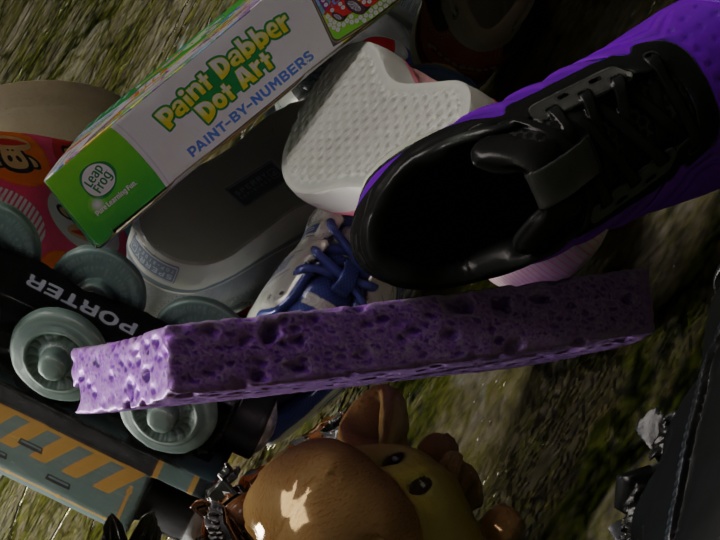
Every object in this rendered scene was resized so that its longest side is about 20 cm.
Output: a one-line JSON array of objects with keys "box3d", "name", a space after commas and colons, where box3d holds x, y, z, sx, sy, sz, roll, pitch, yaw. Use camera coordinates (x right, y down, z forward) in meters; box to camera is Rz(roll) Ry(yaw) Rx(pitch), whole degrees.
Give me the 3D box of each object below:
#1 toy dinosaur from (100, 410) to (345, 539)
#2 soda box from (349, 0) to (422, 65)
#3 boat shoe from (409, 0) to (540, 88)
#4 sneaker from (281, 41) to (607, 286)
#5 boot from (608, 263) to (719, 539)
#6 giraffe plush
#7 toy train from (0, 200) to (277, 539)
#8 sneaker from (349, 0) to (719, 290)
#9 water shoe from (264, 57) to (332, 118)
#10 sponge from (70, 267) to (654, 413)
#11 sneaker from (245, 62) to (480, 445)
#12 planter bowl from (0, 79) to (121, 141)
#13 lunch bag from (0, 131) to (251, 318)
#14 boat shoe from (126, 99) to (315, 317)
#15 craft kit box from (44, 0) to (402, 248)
[{"box3d": [-0.061, 0.151, 1.178, 0.136, 0.102, 0.201, -27, -43, -79], "name": "toy dinosaur"}, {"box3d": [0.052, -0.193, 1.451, 0.068, 0.063, 0.201, -31, 32, 57], "name": "soda box"}, {"box3d": [0.072, -0.185, 1.360, 0.063, 0.071, 0.201, 122, 166, -63], "name": "boat shoe"}, {"box3d": [0.040, -0.038, 1.139, 0.076, 0.104, 0.200, -61, 23, -2], "name": "sneaker"}, {"box3d": [0.141, 0.036, 0.793, 0.198, 0.073, 0.163, -45, 18, 57], "name": "boot"}, {"box3d": [-0.019, 0.130, 0.994, 0.162, 0.173, 0.200, -45, -10, 9], "name": "giraffe plush"}, {"box3d": [-0.138, 0.049, 1.212, 0.085, 0.199, 0.114, -68, 3, -57], "name": "toy train"}, {"box3d": [0.084, -0.042, 0.969, 0.199, 0.070, 0.100, -27, 3, 14], "name": "sneaker"}, {"box3d": [-0.032, -0.083, 1.484, 0.200, 0.071, 0.079, -86, 15, -74], "name": "water shoe"}, {"box3d": [0.000, 0.028, 1.025, 0.111, 0.199, 0.030, 163, 101, -67], "name": "sponge"}, {"box3d": [0.000, 0.000, 1.236, 0.201, 0.075, 0.088, -62, 0, 26], "name": "sneaker"}, {"box3d": [-0.203, -0.001, 1.674, 0.200, 0.199, 0.135, -47, 47, 33], "name": "planter bowl"}, {"box3d": [-0.128, 0.019, 1.351, 0.082, 0.199, 0.177, -48, 55, 28], "name": "lunch bag"}, {"box3d": [-0.047, -0.026, 1.331, 0.200, 0.070, 0.072, -29, -25, -43], "name": "boat shoe"}, {"box3d": [-0.052, -0.102, 1.260, 0.197, 0.049, 0.200, -36, 8, 6], "name": "craft kit box"}]
